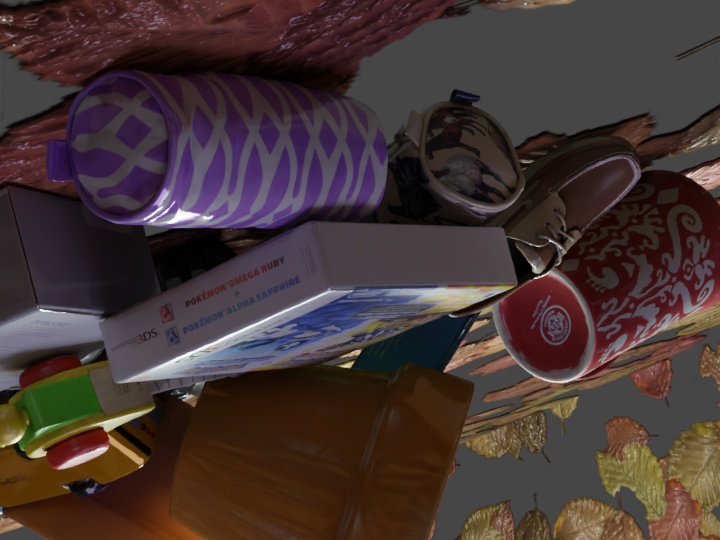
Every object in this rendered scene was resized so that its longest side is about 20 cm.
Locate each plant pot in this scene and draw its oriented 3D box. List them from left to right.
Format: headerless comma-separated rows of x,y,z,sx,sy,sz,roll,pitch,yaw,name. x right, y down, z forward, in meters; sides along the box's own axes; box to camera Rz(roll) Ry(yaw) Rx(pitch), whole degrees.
-0.178,0.171,1.212,0.198,0.141,0.200,27,168,6,plant pot
-0.033,0.147,1.089,0.181,0.202,0.200,19,169,4,plant pot

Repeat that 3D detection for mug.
0.217,0.028,1.295,0.132,0.180,0.199,11,-153,42,mug

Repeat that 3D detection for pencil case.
-0.067,-0.063,0.815,0.085,0.085,0.199,3,-179,35,pencil case
0.022,-0.046,1.014,0.200,0.089,0.078,-33,-156,54,pencil case

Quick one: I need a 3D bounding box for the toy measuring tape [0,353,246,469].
-0.166,0.085,0.997,0.199,0.074,0.073,-13,169,-47,toy measuring tape

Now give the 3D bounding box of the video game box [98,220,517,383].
-0.029,0.020,0.934,0.181,0.047,0.199,-21,168,36,video game box

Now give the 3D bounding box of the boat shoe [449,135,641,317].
0.137,-0.027,1.175,0.199,0.072,0.076,-36,126,12,boat shoe

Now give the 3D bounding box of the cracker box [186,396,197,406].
-0.136,0.114,1.358,0.198,0.136,0.058,-18,179,1,cracker box

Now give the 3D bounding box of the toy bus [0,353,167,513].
-0.236,0.122,1.099,0.198,0.079,0.065,-17,134,36,toy bus

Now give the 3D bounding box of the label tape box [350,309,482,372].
0.032,0.077,1.262,0.145,0.063,0.201,-55,177,-37,label tape box

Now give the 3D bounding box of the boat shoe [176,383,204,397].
-0.082,0.100,1.211,0.074,0.087,0.202,-37,161,14,boat shoe

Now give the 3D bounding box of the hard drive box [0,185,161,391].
-0.248,0.027,0.953,0.198,0.078,0.156,-21,168,18,hard drive box

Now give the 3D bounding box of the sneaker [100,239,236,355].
-0.173,0.039,1.143,0.198,0.067,0.091,-21,166,5,sneaker

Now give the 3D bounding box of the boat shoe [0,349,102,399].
-0.265,0.056,1.075,0.198,0.076,0.062,-15,168,18,boat shoe

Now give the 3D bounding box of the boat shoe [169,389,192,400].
-0.140,0.061,1.274,0.198,0.075,0.066,-23,165,20,boat shoe

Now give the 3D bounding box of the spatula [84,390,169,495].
-0.137,0.088,1.106,0.201,0.021,0.056,-51,-158,-1,spatula
